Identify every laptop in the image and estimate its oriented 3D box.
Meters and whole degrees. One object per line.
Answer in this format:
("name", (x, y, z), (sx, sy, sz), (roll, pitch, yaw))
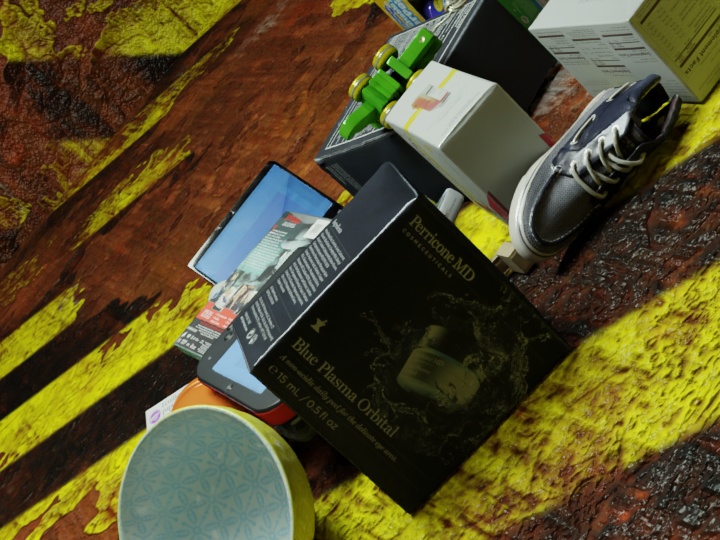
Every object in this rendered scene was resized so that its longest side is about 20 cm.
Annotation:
("laptop", (-0.089, -0.038, 1.903), (0.178, 0.103, 0.200), (-53, 20, -13))

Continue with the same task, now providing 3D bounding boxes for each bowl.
("bowl", (-0.111, 0.220, 1.425), (0.200, 0.202, 0.107), (-38, -20, 25))

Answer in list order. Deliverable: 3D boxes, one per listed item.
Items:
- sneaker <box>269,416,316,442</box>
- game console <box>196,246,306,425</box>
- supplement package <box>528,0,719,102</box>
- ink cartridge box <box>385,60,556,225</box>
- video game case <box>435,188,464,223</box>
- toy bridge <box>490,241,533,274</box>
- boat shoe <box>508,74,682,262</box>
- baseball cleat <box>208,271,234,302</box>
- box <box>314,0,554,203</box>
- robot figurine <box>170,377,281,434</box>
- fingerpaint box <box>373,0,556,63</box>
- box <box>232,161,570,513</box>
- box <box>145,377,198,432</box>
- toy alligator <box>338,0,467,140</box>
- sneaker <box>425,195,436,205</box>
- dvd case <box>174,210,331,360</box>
("sneaker", (-0.054, 0.109, 1.551), (0.074, 0.079, 0.201), (-40, 23, 11))
("game console", (-0.068, 0.057, 1.519), (0.178, 0.031, 0.199), (-53, 28, -10))
("supplement package", (0.283, -0.255, 1.510), (0.156, 0.111, 0.200), (-51, 20, -8))
("ink cartridge box", (0.121, -0.118, 1.548), (0.084, 0.145, 0.200), (-48, 19, 1))
("video game case", (0.029, 0.041, 1.525), (0.183, 0.023, 0.201), (-64, 3, -37))
("toy bridge", (0.086, 0.053, 1.476), (0.201, 0.027, 0.067), (-51, 19, -9))
("boat shoe", (0.210, -0.097, 1.417), (0.201, 0.074, 0.093), (-56, 14, -22))
("baseball cleat", (-0.085, 0.029, 1.803), (0.199, 0.070, 0.108), (-27, 51, 26))
("box", (0.082, -0.177, 1.769), (0.198, 0.123, 0.201), (-14, 41, 58))
("robot figurine", (-0.136, 0.175, 1.590), (0.145, 0.116, 0.200), (-58, 15, 17))
("fingerpaint box", (0.121, -0.306, 1.817), (0.166, 0.200, 0.074), (-13, 39, 57))
("box", (0.032, 0.056, 1.331), (0.200, 0.196, 0.118), (-46, 20, 4))
("box", (-0.144, 0.126, 1.701), (0.199, 0.041, 0.039), (-32, 43, 19))
("toy alligator", (0.051, -0.210, 1.655), (0.201, 0.059, 0.054), (-50, -19, -2))
("sneaker", (0.004, -0.005, 1.704), (0.199, 0.076, 0.105), (-37, 11, -1))
("dvd case", (-0.111, 0.019, 1.721), (0.201, 0.022, 0.146), (-52, 23, -12))
